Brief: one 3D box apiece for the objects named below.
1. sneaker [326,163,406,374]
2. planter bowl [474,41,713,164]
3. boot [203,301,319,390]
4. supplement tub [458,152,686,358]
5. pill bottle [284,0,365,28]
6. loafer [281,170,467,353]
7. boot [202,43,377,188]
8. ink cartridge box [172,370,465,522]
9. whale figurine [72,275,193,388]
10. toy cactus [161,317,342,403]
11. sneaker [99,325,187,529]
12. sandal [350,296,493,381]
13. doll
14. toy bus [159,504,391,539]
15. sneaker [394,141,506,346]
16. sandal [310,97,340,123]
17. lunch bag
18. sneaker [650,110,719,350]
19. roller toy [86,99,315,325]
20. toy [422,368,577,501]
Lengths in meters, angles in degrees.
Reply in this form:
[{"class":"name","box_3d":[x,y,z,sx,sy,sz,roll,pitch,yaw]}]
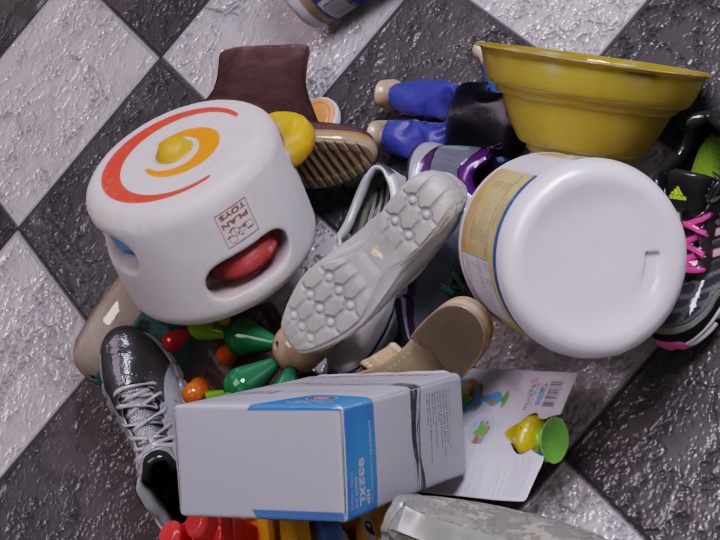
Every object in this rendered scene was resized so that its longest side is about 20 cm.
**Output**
[{"class":"sneaker","box_3d":[0.000,0.000,1.481,0.072,0.071,0.202,-1,67,36]},{"class":"planter bowl","box_3d":[0.187,-0.136,1.369,0.199,0.199,0.085,16,104,41]},{"class":"boot","box_3d":[-0.108,0.138,1.491,0.186,0.064,0.200,-43,48,-2]},{"class":"supplement tub","box_3d":[0.155,-0.017,1.274,0.145,0.144,0.200,-53,10,0]},{"class":"pill bottle","box_3d":[0.009,-0.337,1.640,0.199,0.111,0.112,-29,51,21]},{"class":"loafer","box_3d":[0.015,-0.004,1.364,0.200,0.070,0.070,-42,75,21]},{"class":"boot","box_3d":[-0.067,-0.160,1.581,0.198,0.073,0.168,-2,51,20]},{"class":"ink cartridge box","box_3d":[-0.026,0.129,1.240,0.144,0.199,0.085,-3,92,28]},{"class":"whale figurine","box_3d":[-0.190,0.034,1.595,0.201,0.103,0.159,-55,7,-25]},{"class":"toy cactus","box_3d":[-0.090,0.080,1.429,0.164,0.103,0.200,-33,35,-3]},{"class":"sneaker","box_3d":[-0.180,0.141,1.457,0.074,0.116,0.202,-22,87,-3]},{"class":"sandal","box_3d":[0.042,0.090,1.359,0.078,0.070,0.212,49,122,4]},{"class":"doll","box_3d":[0.098,-0.140,1.499,0.198,0.048,0.138,11,88,39]},{"class":"toy bus","box_3d":[-0.061,0.235,1.313,0.198,0.192,0.137,-24,51,22]},{"class":"sneaker","box_3d":[0.081,-0.018,1.425,0.087,0.074,0.203,-3,74,24]},{"class":"sandal","box_3d":[-0.095,-0.090,1.613,0.079,0.059,0.208,20,78,42]},{"class":"lunch bag","box_3d":[0.119,0.230,1.171,0.163,0.200,0.119,12,72,39]},{"class":"sneaker","box_3d":[0.260,-0.039,1.295,0.073,0.087,0.202,9,71,40]},{"class":"roller toy","box_3d":[-0.139,-0.058,1.447,0.198,0.141,0.183,-7,37,21]},{"class":"toy","box_3d":[0.089,0.139,1.344,0.199,0.047,0.116,-5,52,49]}]
